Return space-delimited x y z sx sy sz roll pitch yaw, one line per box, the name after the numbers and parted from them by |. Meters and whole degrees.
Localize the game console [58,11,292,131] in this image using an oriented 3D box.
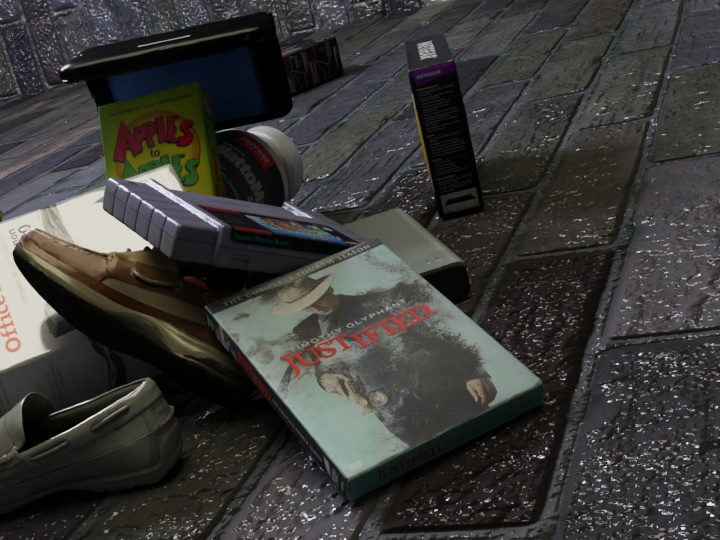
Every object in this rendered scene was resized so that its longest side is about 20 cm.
-0.170 -0.172 1.093 0.196 0.118 0.176 -12 19 0 | game console

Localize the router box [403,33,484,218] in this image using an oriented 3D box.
0.084 -0.156 1.178 0.050 0.152 0.200 -12 18 5 | router box

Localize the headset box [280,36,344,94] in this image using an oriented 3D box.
-0.153 -0.375 2.130 0.199 0.076 0.147 -29 23 -37 | headset box

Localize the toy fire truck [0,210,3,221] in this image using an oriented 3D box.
-0.391 0.015 0.990 0.174 0.128 0.203 -3 64 49 | toy fire truck

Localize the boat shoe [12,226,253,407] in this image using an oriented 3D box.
-0.154 0.022 0.820 0.075 0.198 0.076 -60 -2 -25 | boat shoe

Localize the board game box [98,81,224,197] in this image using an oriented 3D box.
-0.178 -0.063 1.047 0.100 0.204 0.048 -13 -16 7 | board game box

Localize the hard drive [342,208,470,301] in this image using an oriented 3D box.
0.000 0.000 0.975 0.137 0.033 0.200 -18 18 -8 | hard drive

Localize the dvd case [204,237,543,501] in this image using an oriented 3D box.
0.003 0.054 0.734 0.144 0.022 0.200 -22 37 -22 | dvd case

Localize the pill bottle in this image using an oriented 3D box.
-0.144 -0.081 1.186 0.118 0.122 0.200 -4 21 29 | pill bottle

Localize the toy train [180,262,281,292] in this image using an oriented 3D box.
-0.052 0.021 0.842 0.197 0.035 0.046 20 -7 16 | toy train

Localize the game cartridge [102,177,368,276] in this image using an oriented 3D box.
-0.079 -0.030 0.851 0.198 0.039 0.129 7 10 -39 | game cartridge

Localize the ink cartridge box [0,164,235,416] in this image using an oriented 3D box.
-0.215 0.017 0.914 0.197 0.085 0.147 -22 57 -17 | ink cartridge box

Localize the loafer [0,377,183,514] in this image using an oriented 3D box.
-0.216 0.115 0.750 0.196 0.071 0.070 -13 18 6 | loafer
